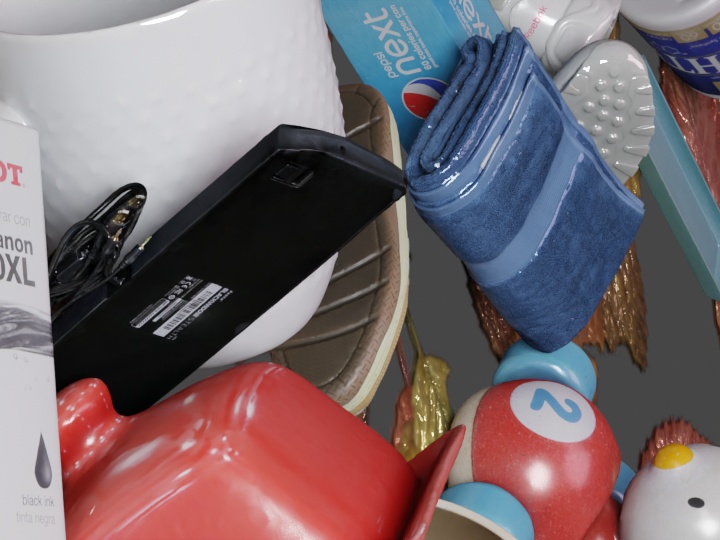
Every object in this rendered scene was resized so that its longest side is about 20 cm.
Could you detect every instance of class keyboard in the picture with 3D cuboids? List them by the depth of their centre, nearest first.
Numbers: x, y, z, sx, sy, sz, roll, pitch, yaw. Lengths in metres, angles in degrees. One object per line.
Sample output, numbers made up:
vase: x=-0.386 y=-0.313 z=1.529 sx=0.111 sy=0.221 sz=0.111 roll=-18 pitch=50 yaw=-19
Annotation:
keyboard: x=-0.083 y=-0.001 z=0.933 sx=0.104 sy=0.200 sz=0.040 roll=21 pitch=37 yaw=-47

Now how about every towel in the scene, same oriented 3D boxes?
towel: x=0.094 y=-0.039 z=1.319 sx=0.112 sy=0.048 sz=0.200 roll=-62 pitch=146 yaw=-16

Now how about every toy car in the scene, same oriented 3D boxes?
toy car: x=0.165 y=0.134 z=1.343 sx=0.177 sy=0.199 sz=0.185 roll=66 pitch=29 yaw=-24

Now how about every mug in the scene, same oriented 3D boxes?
mug: x=-0.098 y=-0.042 z=0.994 sx=0.200 sy=0.147 sz=0.176 roll=-32 pitch=124 yaw=-30

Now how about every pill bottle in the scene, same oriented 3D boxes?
pill bottle: x=0.272 y=-0.197 z=1.763 sx=0.200 sy=0.119 sz=0.120 roll=34 pitch=50 yaw=-53

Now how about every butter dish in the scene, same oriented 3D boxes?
butter dish: x=-0.074 y=0.106 z=0.936 sx=0.148 sy=0.200 sz=0.199 roll=47 pitch=14 yaw=-2

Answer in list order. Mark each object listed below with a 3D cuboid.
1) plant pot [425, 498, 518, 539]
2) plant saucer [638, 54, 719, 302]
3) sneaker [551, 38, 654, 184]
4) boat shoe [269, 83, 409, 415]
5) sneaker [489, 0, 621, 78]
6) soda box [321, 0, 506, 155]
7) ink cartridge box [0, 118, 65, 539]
plant pot: x=0.034 y=0.216 z=1.114 sx=0.200 sy=0.186 sz=0.188 roll=47 pitch=39 yaw=-68
plant saucer: x=0.236 y=-0.065 z=1.756 sx=0.200 sy=0.019 sz=0.070 roll=57 pitch=34 yaw=-35
sneaker: x=0.131 y=-0.081 z=1.442 sx=0.200 sy=0.076 sz=0.081 roll=104 pitch=-9 yaw=-53
boat shoe: x=0.000 y=0.000 z=1.228 sx=0.076 sy=0.071 sz=0.201 roll=63 pitch=29 yaw=-51
sneaker: x=0.118 y=-0.186 z=1.514 sx=0.099 sy=0.078 sz=0.200 roll=31 pitch=16 yaw=-3
soda box: x=0.029 y=-0.144 z=1.332 sx=0.200 sy=0.068 sz=0.064 roll=57 pitch=34 yaw=-36
ink cartridge box: x=-0.181 y=0.037 z=0.841 sx=0.145 sy=0.083 sz=0.201 roll=13 pitch=69 yaw=-61
